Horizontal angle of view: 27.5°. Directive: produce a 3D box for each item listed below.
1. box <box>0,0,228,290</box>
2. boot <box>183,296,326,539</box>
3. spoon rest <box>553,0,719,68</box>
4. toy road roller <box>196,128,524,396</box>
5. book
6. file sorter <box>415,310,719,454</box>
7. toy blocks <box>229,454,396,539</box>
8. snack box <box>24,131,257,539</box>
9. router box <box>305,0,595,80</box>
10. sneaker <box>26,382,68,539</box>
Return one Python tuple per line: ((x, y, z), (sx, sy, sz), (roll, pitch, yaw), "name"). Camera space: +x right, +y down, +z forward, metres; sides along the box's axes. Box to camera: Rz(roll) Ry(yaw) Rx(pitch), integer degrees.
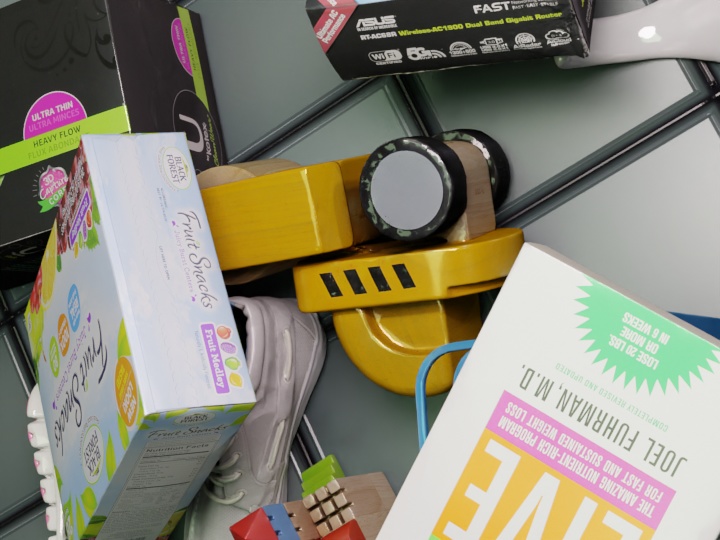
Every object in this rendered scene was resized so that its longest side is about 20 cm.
((-0.203, -0.083, 0.961), (0.198, 0.124, 0.150), (-17, 80, 23), "box")
((-0.086, 0.111, 0.907), (0.073, 0.095, 0.202), (14, 91, 29), "boot")
((0.205, -0.152, 0.832), (0.198, 0.061, 0.100), (-11, 83, 9), "spoon rest")
((0.000, 0.000, 0.871), (0.198, 0.123, 0.148), (-7, 95, 22), "toy road roller")
((0.089, 0.108, 0.652), (0.133, 0.048, 0.201), (29, 100, 24), "book")
((0.124, 0.098, 0.766), (0.122, 0.200, 0.140), (-7, 83, 26), "file sorter")
((0.002, 0.198, 0.844), (0.100, 0.136, 0.201), (-33, 75, 18), "toy blocks")
((-0.133, 0.047, 0.838), (0.200, 0.067, 0.170), (124, 135, -54), "snack box")
((0.063, -0.208, 0.840), (0.148, 0.062, 0.202), (-3, 56, 22), "router box")
((-0.152, 0.151, 0.947), (0.087, 0.074, 0.202), (-26, 72, 26), "sneaker")
